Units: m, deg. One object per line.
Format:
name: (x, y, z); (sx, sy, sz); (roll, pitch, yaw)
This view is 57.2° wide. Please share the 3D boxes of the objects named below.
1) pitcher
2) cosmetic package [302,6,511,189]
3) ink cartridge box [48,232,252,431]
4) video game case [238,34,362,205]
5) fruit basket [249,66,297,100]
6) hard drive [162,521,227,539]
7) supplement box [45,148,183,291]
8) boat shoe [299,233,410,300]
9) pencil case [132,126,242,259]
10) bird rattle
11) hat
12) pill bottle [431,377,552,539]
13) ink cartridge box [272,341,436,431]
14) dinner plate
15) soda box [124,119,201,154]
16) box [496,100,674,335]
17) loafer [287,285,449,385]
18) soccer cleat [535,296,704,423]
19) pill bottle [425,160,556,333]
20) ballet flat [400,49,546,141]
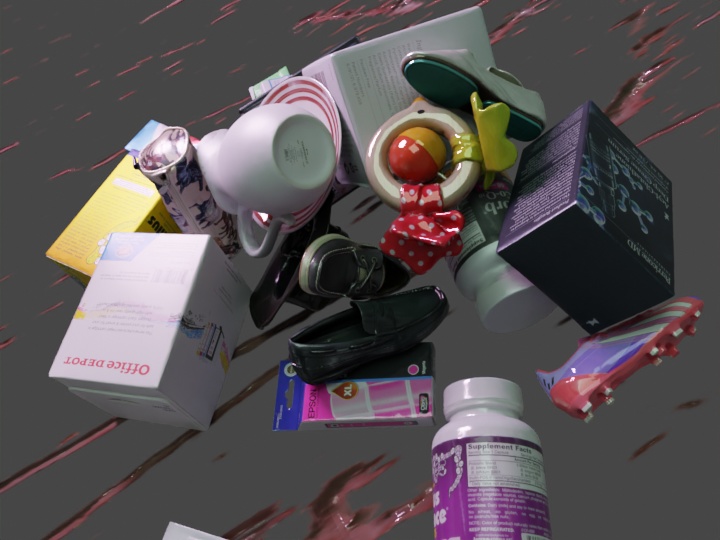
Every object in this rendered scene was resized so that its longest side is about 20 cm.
pitcher: (-0.108, -0.100, 0.778); (0.121, 0.172, 0.200); (-21, 11, -33)
cosmetic package: (0.056, -0.218, 0.855); (0.200, 0.167, 0.167); (-22, 15, -11)
ink cartridge box: (-0.249, 0.075, 0.819); (0.147, 0.145, 0.200); (3, 60, 17)
video game case: (-0.040, -0.202, 0.939); (0.200, 0.026, 0.181); (-35, 101, -8)
fruit basket: (-0.059, -0.259, 1.011); (0.200, 0.094, 0.185); (-20, 56, -2)
hard drive: (-0.180, 0.380, 0.681); (0.132, 0.027, 0.200); (9, 61, 19)
supplement box: (-0.320, -0.056, 0.942); (0.109, 0.109, 0.200); (19, 66, 25)
boat shoe: (0.000, 0.000, 0.778); (0.065, 0.200, 0.072); (15, 95, 26)
pencil case: (-0.224, -0.089, 0.888); (0.078, 0.200, 0.090); (-3, 49, 17)
bird rattle: (0.079, -0.106, 0.737); (0.163, 0.113, 0.200); (41, 93, 22)
hat: (-0.062, -0.004, 0.851); (0.201, 0.081, 0.201); (-47, 26, 32)
pill bottle: (0.126, 0.214, 0.652); (0.112, 0.112, 0.200); (-5, 57, 12)
ink cartridge box: (-0.010, 0.138, 0.784); (0.200, 0.037, 0.095); (-6, 57, 14)
dinner plate: (-0.087, -0.145, 0.844); (0.200, 0.024, 0.201); (-4, 85, 45)
soda box: (-0.266, -0.163, 1.023); (0.200, 0.064, 0.068); (26, 68, 26)
box: (0.251, -0.061, 0.724); (0.107, 0.148, 0.200); (-37, 21, 44)
loafer: (0.011, 0.065, 0.763); (0.200, 0.070, 0.068); (-24, 41, -11)
soccer cleat: (0.287, 0.082, 0.723); (0.200, 0.067, 0.076); (-37, 52, -7)
pill bottle: (0.156, -0.033, 0.796); (0.116, 0.116, 0.200); (-20, 56, 2)
ballet flat: (0.133, -0.214, 0.764); (0.200, 0.069, 0.070); (20, 56, -24)
